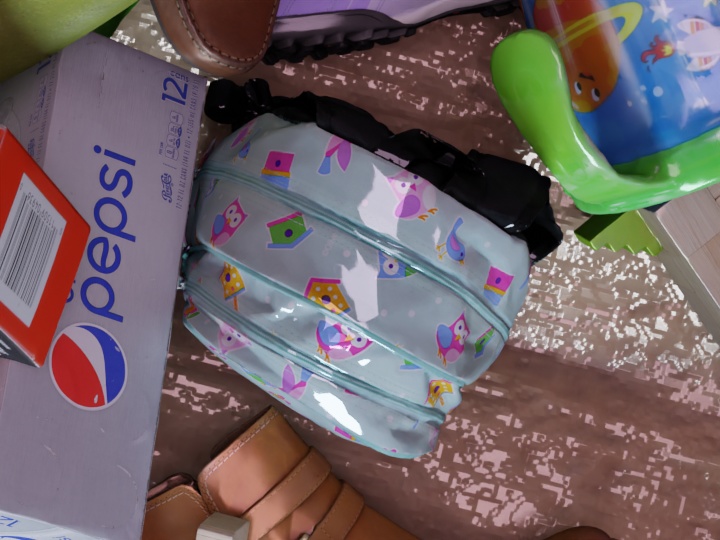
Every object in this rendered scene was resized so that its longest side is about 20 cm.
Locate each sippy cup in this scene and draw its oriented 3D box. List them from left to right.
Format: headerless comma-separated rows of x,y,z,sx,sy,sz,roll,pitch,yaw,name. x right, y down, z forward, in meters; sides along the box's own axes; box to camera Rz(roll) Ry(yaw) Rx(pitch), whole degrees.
0.122,-0.111,0.887,0.139,0.178,0.131,-24,102,12,sippy cup

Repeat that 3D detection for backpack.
0.000,0.000,0.886,0.166,0.200,0.128,21,89,-6,backpack

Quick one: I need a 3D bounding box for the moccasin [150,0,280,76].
-0.036,-0.177,0.869,0.073,0.077,0.203,24,76,-40,moccasin

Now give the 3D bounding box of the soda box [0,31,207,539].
-0.115,0.011,0.856,0.068,0.063,0.202,19,64,-30,soda box

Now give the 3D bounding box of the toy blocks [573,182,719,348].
0.215,-0.022,0.968,0.200,0.100,0.137,-39,106,-4,toy blocks

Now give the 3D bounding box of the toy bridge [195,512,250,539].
-0.061,0.136,0.913,0.198,0.027,0.068,13,102,13,toy bridge

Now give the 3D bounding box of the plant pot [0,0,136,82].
-0.142,-0.150,0.801,0.187,0.187,0.200,44,130,-4,plant pot

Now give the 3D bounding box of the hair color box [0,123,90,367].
-0.208,-0.029,0.783,0.198,0.102,0.062,14,74,16,hair color box

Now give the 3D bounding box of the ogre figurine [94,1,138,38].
-0.112,-0.168,0.930,0.199,0.098,0.120,-28,112,11,ogre figurine

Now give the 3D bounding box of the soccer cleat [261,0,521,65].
0.020,-0.139,0.953,0.198,0.068,0.074,-15,92,-9,soccer cleat

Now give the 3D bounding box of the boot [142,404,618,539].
0.002,0.123,0.957,0.199,0.077,0.156,-31,93,6,boot
